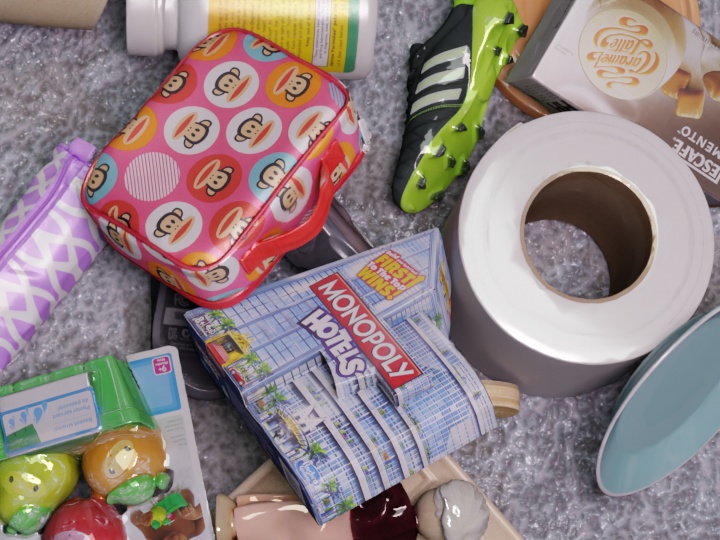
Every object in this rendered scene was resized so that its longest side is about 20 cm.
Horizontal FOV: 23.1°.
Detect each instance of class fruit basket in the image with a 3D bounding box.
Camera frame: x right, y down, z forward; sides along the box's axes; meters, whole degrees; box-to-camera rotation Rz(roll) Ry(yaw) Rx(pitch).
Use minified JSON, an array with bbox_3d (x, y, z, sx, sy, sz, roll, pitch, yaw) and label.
[{"bbox_3d":[-0.206,0.170,1.305,0.184,0.094,0.201,-16,66,8],"label":"fruit basket"}]

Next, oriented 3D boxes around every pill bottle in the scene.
[{"bbox_3d":[-0.090,-0.214,1.432,0.199,0.113,0.113,1,75,-5],"label":"pill bottle"}]

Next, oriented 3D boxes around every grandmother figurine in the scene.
[{"bbox_3d":[-0.004,0.184,1.294,0.199,0.122,0.061,-5,42,2],"label":"grandmother figurine"}]

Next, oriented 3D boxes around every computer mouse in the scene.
[{"bbox_3d":[-0.118,0.013,1.404,0.138,0.053,0.201,11,67,-13],"label":"computer mouse"}]

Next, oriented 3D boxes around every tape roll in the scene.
[{"bbox_3d":[0.165,-0.010,1.394,0.202,0.139,0.204,2,76,-6],"label":"tape roll"}]

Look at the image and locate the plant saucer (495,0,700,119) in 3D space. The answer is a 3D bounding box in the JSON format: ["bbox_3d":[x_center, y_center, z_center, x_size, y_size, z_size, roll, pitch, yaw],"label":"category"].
[{"bbox_3d":[0.195,-0.217,1.506,0.199,0.032,0.201,2,75,-6],"label":"plant saucer"}]

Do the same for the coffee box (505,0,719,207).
[{"bbox_3d":[0.236,-0.150,1.438,0.200,0.080,0.115,32,86,-11],"label":"coffee box"}]

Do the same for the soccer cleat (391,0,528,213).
[{"bbox_3d":[0.067,-0.143,1.461,0.081,0.067,0.201,22,83,33],"label":"soccer cleat"}]

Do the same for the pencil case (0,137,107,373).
[{"bbox_3d":[-0.265,-0.005,1.372,0.084,0.086,0.200,25,69,29],"label":"pencil case"}]

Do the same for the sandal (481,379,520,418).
[{"bbox_3d":[0.024,0.123,1.376,0.211,0.078,0.070,2,72,-12],"label":"sandal"}]

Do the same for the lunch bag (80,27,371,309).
[{"bbox_3d":[-0.093,-0.075,1.326,0.176,0.082,0.200,30,71,30],"label":"lunch bag"}]

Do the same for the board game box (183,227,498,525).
[{"bbox_3d":[0.004,0.060,1.286,0.199,0.062,0.200,-29,44,-14],"label":"board game box"}]

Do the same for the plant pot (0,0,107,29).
[{"bbox_3d":[-0.289,-0.274,1.405,0.199,0.187,0.188,23,74,-14],"label":"plant pot"}]

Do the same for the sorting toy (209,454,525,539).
[{"bbox_3d":[0.007,0.207,1.342,0.185,0.036,0.200,-42,92,9],"label":"sorting toy"}]

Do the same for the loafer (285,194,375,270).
[{"bbox_3d":[0.000,0.000,1.401,0.200,0.072,0.063,51,42,-8],"label":"loafer"}]

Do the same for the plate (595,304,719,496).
[{"bbox_3d":[0.248,0.091,1.358,0.200,0.200,0.026,-37,58,-14],"label":"plate"}]
